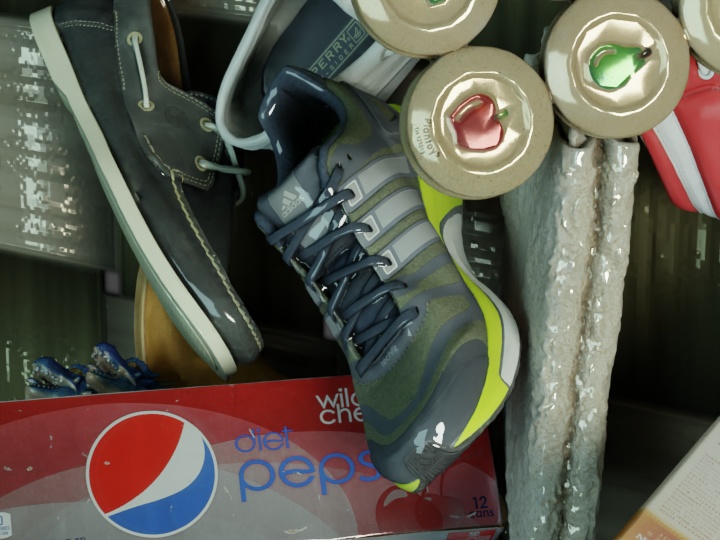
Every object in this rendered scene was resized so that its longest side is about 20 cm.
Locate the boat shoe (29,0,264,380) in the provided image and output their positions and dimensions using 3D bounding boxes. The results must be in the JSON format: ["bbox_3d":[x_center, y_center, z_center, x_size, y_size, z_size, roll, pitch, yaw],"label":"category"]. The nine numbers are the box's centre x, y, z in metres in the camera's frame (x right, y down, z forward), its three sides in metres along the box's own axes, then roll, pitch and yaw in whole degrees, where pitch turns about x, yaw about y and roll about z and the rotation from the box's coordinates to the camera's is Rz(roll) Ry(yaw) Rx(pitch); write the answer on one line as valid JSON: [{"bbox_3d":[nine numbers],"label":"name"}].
[{"bbox_3d":[-0.078,-0.046,0.944,0.067,0.072,0.201,-23,59,-3],"label":"boat shoe"}]

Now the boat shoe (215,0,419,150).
[{"bbox_3d":[0.009,-0.119,0.895,0.074,0.065,0.200,44,123,17],"label":"boat shoe"}]

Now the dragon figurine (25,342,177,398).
[{"bbox_3d":[-0.078,0.123,0.945,0.200,0.099,0.059,49,147,-10],"label":"dragon figurine"}]

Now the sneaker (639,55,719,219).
[{"bbox_3d":[0.155,-0.101,0.795,0.112,0.071,0.201,16,114,27],"label":"sneaker"}]

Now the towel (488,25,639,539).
[{"bbox_3d":[0.072,0.018,0.849,0.034,0.133,0.201,2,112,-3],"label":"towel"}]

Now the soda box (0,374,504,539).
[{"bbox_3d":[-0.049,0.085,0.876,0.063,0.198,0.070,111,154,-65],"label":"soda box"}]

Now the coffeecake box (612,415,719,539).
[{"bbox_3d":[0.116,0.131,0.802,0.073,0.200,0.154,36,121,13],"label":"coffeecake box"}]

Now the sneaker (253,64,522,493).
[{"bbox_3d":[0.000,0.000,0.840,0.074,0.081,0.201,-46,35,24],"label":"sneaker"}]

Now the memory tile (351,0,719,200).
[{"bbox_3d":[0.057,-0.138,0.739,0.152,0.017,0.201,-22,95,-3],"label":"memory tile"}]

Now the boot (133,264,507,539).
[{"bbox_3d":[-0.012,0.072,0.970,0.143,0.071,0.203,-7,102,30],"label":"boot"}]
